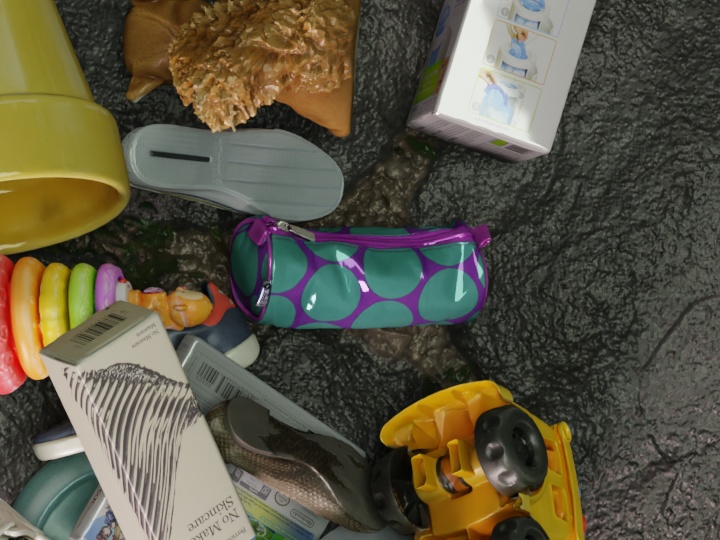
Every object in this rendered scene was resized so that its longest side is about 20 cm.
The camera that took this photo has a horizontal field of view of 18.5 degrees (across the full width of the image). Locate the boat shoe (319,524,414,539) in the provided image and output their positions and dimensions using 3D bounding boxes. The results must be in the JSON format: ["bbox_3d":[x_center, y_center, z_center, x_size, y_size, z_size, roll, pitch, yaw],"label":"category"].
[{"bbox_3d":[-0.011,0.257,1.777,0.199,0.071,0.070,-25,133,-32],"label":"boat shoe"}]

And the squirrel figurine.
[{"bbox_3d":[-0.095,-0.177,1.707,0.185,0.200,0.143,5,98,1],"label":"squirrel figurine"}]

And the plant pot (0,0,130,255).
[{"bbox_3d":[-0.287,-0.127,1.671,0.199,0.201,0.190,-8,77,-12],"label":"plant pot"}]

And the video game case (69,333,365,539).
[{"bbox_3d":[-0.109,0.176,1.740,0.200,0.022,0.183,37,78,-34],"label":"video game case"}]

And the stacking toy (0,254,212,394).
[{"bbox_3d":[-0.211,0.034,1.691,0.198,0.116,0.111,-6,91,5],"label":"stacking toy"}]

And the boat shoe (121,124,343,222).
[{"bbox_3d":[-0.108,-0.083,1.764,0.199,0.062,0.073,11,86,-30],"label":"boat shoe"}]

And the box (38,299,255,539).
[{"bbox_3d":[-0.157,0.129,1.642,0.082,0.068,0.201,-34,115,-25],"label":"box"}]

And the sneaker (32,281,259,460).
[{"bbox_3d":[-0.181,0.076,1.745,0.199,0.075,0.085,-30,97,-21],"label":"sneaker"}]

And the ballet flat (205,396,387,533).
[{"bbox_3d":[-0.051,0.157,1.738,0.200,0.046,0.068,32,41,-39],"label":"ballet flat"}]

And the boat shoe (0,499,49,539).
[{"bbox_3d":[-0.271,0.212,1.673,0.200,0.070,0.071,41,64,-16],"label":"boat shoe"}]

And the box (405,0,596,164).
[{"bbox_3d":[0.122,-0.200,1.792,0.101,0.112,0.201,18,85,-10],"label":"box"}]

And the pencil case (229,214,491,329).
[{"bbox_3d":[0.000,0.000,1.765,0.198,0.085,0.093,0,130,-21],"label":"pencil case"}]

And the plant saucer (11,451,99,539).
[{"bbox_3d":[-0.188,0.234,1.763,0.198,0.027,0.202,0,90,-12],"label":"plant saucer"}]

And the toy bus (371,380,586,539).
[{"bbox_3d":[0.118,0.210,1.752,0.191,0.135,0.201,24,50,-46],"label":"toy bus"}]
